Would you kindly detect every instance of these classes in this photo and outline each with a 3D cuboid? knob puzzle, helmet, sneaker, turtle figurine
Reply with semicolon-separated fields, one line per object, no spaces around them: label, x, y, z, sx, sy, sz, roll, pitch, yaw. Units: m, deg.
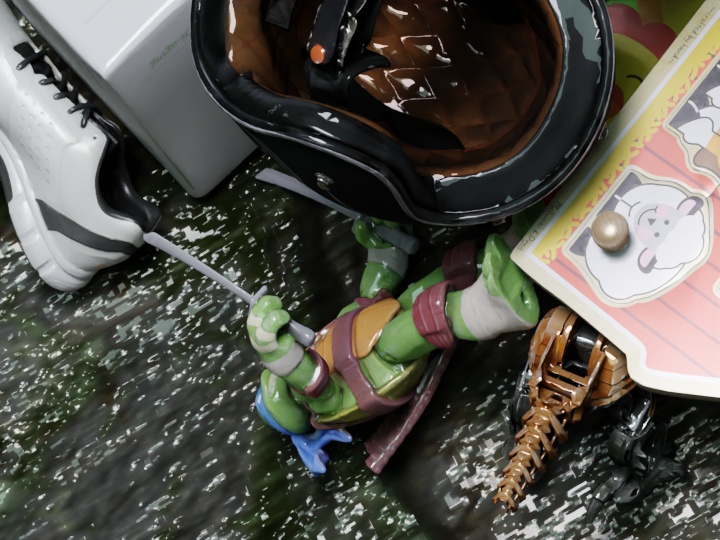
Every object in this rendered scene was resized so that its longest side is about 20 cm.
knob puzzle;0.198;-0.023;1.250;0.218;0.030;0.222;-6;69;16
helmet;0.029;-0.115;1.290;0.199;0.190;0.202;-15;67;39
sneaker;-0.181;-0.091;1.456;0.080;0.074;0.201;-21;104;29
turtle figurine;0.000;0.000;1.366;0.193;0.144;0.202;-22;73;28

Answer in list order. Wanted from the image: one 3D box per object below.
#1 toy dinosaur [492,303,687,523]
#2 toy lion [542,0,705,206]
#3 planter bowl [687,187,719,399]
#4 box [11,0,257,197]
toy dinosaur;0.117;0.052;1.329;0.199;0.136;0.102;-30;52;-29
toy lion;0.170;-0.087;1.413;0.200;0.069;0.192;38;92;22
planter bowl;0.276;0.028;1.303;0.198;0.135;0.202;-4;71;13
box;-0.097;-0.190;1.436;0.199;0.200;0.171;-43;69;-3
